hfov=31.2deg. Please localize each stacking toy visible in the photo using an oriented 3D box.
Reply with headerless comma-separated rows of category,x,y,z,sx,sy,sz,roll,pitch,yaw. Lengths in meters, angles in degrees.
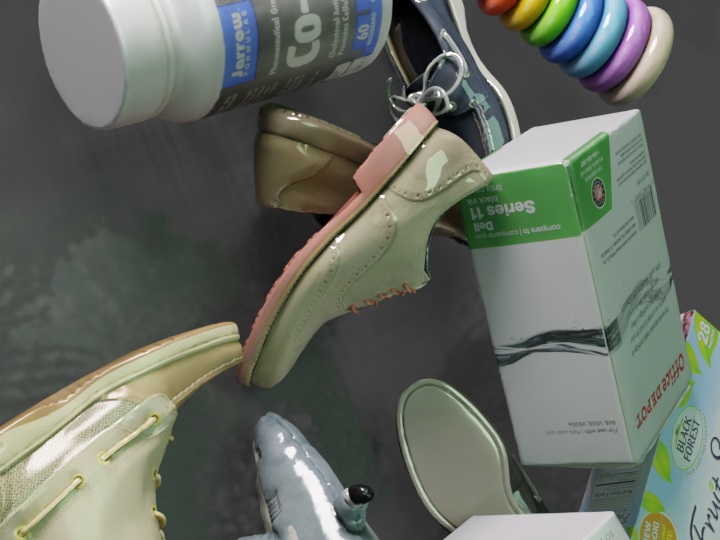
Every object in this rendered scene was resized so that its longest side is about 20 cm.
stacking toy,0.140,-0.204,1.000,0.200,0.085,0.086,23,62,-18

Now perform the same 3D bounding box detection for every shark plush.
shark plush,-0.015,0.150,0.706,0.091,0.200,0.083,4,103,-23

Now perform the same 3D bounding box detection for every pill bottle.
pill bottle,-0.087,-0.156,0.794,0.200,0.114,0.114,-24,88,-37

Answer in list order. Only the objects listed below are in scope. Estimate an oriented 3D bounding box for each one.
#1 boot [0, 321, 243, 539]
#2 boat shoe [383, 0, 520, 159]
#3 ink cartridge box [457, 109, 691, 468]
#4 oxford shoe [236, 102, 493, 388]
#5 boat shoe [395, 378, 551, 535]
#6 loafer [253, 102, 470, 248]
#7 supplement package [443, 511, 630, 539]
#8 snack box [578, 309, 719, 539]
boot,-0.118,0.129,0.700,0.200,0.073,0.156,-32,93,-36
boat shoe,0.055,-0.136,0.911,0.062,0.075,0.200,-12,80,-38
ink cartridge box,0.145,0.011,0.849,0.147,0.083,0.200,-33,112,-56
oxford shoe,0.000,0.000,0.770,0.074,0.200,0.071,37,11,-1
boat shoe,0.086,0.157,0.853,0.067,0.057,0.200,-36,93,-2
loafer,0.005,-0.050,0.853,0.200,0.076,0.068,21,97,-35
supplement package,0.059,0.236,0.714,0.200,0.156,0.111,-34,95,-27
snack box,0.253,0.159,0.951,0.169,0.068,0.200,38,56,-21
